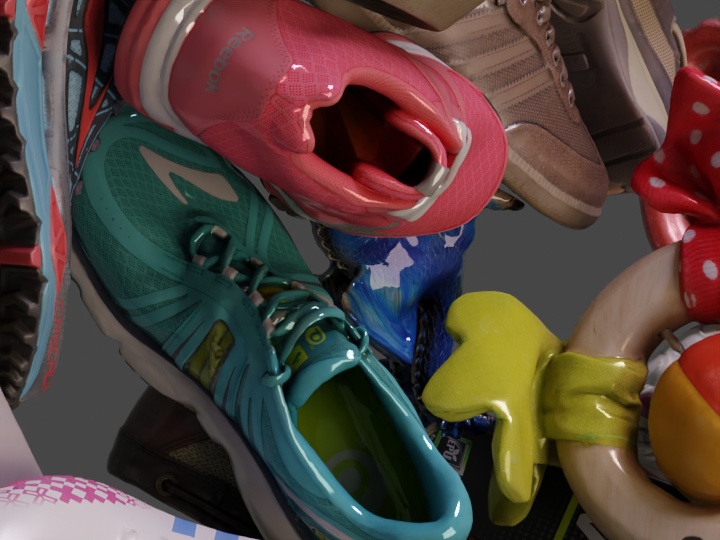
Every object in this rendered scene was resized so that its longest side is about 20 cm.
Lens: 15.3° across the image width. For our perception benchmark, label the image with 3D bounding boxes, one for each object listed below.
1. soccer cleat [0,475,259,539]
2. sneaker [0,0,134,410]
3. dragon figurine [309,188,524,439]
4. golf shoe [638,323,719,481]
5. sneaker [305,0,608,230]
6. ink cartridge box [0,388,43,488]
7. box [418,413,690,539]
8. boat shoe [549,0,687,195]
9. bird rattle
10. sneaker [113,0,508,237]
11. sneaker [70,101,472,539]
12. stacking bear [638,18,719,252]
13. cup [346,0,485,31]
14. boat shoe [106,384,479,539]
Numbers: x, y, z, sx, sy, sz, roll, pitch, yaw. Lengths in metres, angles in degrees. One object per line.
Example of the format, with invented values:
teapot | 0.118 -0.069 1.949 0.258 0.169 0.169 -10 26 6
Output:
soccer cleat | -0.050 0.103 0.841 0.200 0.086 0.070 23 65 -57
sneaker | -0.099 -0.053 0.857 0.095 0.079 0.201 -15 115 -47
dragon figurine | 0.000 0.000 1.003 0.200 0.059 0.100 28 82 -51
golf shoe | 0.154 0.052 1.106 0.092 0.200 0.075 -46 101 -10
sneaker | 0.047 -0.088 0.993 0.076 0.070 0.200 -47 132 4
ink cartridge box | -0.163 0.117 0.848 0.148 0.076 0.201 -44 132 -29
box | 0.071 0.170 1.044 0.047 0.193 0.201 30 82 -49
boat shoe | 0.079 -0.122 1.051 0.073 0.074 0.201 -62 144 -41
bird rattle | 0.130 0.035 0.996 0.200 0.163 0.113 -37 155 -2
sneaker | 0.002 -0.039 0.881 0.200 0.087 0.074 20 102 -56
sneaker | -0.028 0.021 0.910 0.077 0.080 0.200 -39 91 -24
stacking bear | 0.214 -0.028 1.205 0.200 0.121 0.114 11 103 -58
cup | 0.006 -0.161 0.851 0.200 0.200 0.144 20 94 -50
boat shoe | -0.006 0.104 0.990 0.200 0.073 0.065 38 93 -9
